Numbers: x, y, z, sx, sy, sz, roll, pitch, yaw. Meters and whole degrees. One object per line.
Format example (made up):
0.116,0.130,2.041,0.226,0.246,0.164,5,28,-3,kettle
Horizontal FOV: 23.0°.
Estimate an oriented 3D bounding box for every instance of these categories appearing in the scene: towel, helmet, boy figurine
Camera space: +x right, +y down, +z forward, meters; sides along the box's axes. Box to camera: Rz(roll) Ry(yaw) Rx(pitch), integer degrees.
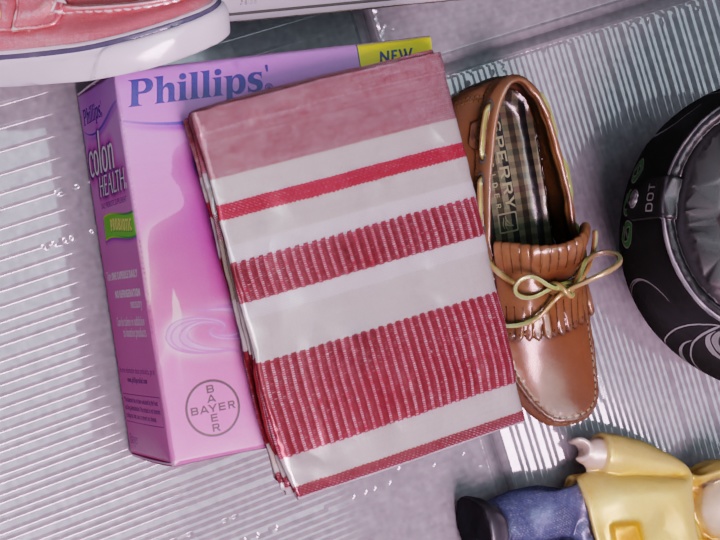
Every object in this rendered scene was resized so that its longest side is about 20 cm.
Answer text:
0.000,0.000,0.896,0.143,0.023,0.201,-16,95,-22,towel
0.247,-0.018,1.003,0.199,0.191,0.201,-1,83,10,helmet
0.158,0.155,1.029,0.199,0.064,0.125,-6,87,-17,boy figurine

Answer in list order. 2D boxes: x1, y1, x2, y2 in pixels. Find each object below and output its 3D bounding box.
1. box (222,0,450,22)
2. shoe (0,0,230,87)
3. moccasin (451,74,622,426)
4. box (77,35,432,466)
-0.040,-0.199,0.947,0.199,0.060,0.117,-10,119,-20,box
-0.168,-0.143,0.872,0.199,0.072,0.091,-5,111,10,shoe
0.101,-0.011,1.005,0.073,0.078,0.203,-7,90,-21,moccasin
-0.043,-0.012,0.942,0.175,0.097,0.201,-8,90,-20,box
